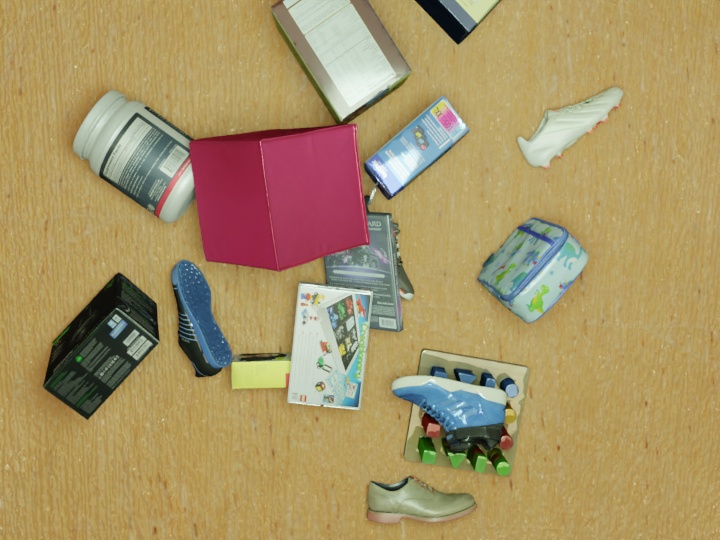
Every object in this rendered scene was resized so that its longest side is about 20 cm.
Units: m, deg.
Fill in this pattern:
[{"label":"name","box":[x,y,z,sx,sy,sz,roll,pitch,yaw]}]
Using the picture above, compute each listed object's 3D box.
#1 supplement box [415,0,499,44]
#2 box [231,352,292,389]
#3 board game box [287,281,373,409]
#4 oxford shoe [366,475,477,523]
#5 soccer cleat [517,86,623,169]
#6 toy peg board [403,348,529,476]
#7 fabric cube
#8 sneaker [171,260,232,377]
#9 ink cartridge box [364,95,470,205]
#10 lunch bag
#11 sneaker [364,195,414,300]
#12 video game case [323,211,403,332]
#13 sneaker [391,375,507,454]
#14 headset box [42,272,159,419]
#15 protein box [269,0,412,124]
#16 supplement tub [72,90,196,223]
[{"label":"supplement box","box":[0.169,-0.522,1.445,0.200,0.134,0.200,44,92,-6]},{"label":"box","box":[-0.121,0.172,1.531,0.197,0.075,0.051,0,97,-3]},{"label":"board game box","box":[-0.051,0.125,1.472,0.124,0.035,0.203,6,98,-2]},{"label":"oxford shoe","box":[0.108,0.402,1.566,0.197,0.070,0.076,-2,90,-3]},{"label":"soccer cleat","box":[0.360,-0.257,1.514,0.199,0.069,0.078,-39,93,5]},{"label":"toy peg board","box":[0.191,0.258,1.540,0.197,0.098,0.202,9,95,-4]},{"label":"fabric cube","box":[-0.126,-0.121,1.395,0.198,0.198,0.199,-16,105,-41]},{"label":"sneaker","box":[-0.290,0.087,1.519,0.077,0.070,0.202,-29,77,36]},{"label":"ink cartridge box","box":[0.078,-0.190,1.472,0.199,0.136,0.077,-39,91,1]},{"label":"lunch bag","box":[0.285,-0.008,1.467,0.082,0.200,0.161,42,94,-12]},{"label":"sneaker","box":[0.044,-0.042,1.518,0.081,0.077,0.201,-36,96,-5]},{"label":"video game case","box":[0.000,0.000,1.489,0.141,0.019,0.203,5,110,34]},{"label":"sneaker","box":[0.144,0.243,1.465,0.197,0.077,0.113,11,70,-8]},{"label":"headset box","box":[-0.422,0.116,1.456,0.174,0.200,0.093,-46,112,4]},{"label":"protein box","box":[-0.031,-0.355,1.420,0.134,0.199,0.201,-33,96,2]},{"label":"supplement tub","box":[-0.353,-0.187,1.453,0.199,0.140,0.141,35,93,-5]}]
